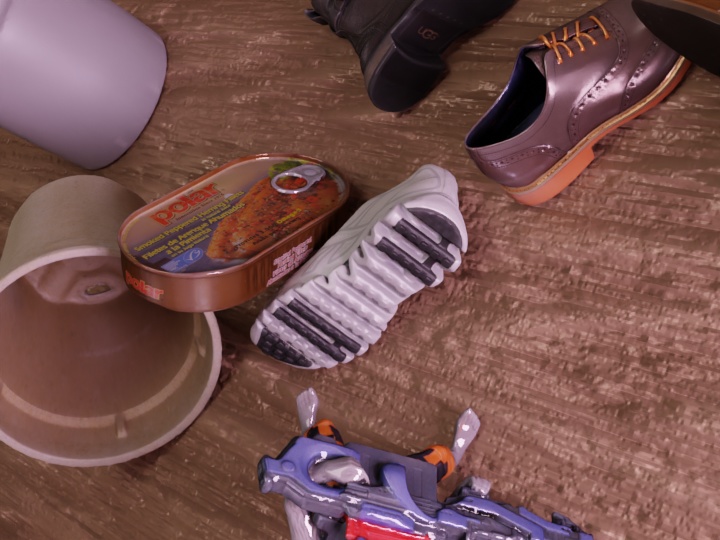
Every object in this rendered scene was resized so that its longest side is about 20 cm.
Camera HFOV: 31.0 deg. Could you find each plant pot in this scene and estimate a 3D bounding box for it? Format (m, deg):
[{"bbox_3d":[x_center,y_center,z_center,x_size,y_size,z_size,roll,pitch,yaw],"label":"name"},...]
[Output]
[{"bbox_3d":[-0.222,0.023,1.065,0.201,0.199,0.184,-48,30,16],"label":"plant pot"}]

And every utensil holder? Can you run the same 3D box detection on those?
[{"bbox_3d":[-0.311,-0.211,1.260,0.169,0.199,0.172,-25,52,36],"label":"utensil holder"}]

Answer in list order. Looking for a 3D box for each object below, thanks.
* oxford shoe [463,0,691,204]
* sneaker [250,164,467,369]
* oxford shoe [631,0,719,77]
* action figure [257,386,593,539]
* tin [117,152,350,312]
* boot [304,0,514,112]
[{"bbox_3d":[0.147,-0.131,0.825,0.201,0.072,0.072,-50,41,13],"label":"oxford shoe"},{"bbox_3d":[0.000,0.000,0.923,0.199,0.075,0.082,-37,26,30],"label":"sneaker"},{"bbox_3d":[0.246,-0.140,0.733,0.199,0.071,0.072,23,81,38],"label":"oxford shoe"},{"bbox_3d":[0.031,0.149,0.750,0.194,0.197,0.106,-76,6,-64],"label":"action figure"},{"bbox_3d":[-0.090,-0.031,0.951,0.111,0.199,0.042,27,130,28],"label":"tin"},{"bbox_3d":[0.036,-0.237,1.006,0.200,0.069,0.175,-46,43,22],"label":"boot"}]
